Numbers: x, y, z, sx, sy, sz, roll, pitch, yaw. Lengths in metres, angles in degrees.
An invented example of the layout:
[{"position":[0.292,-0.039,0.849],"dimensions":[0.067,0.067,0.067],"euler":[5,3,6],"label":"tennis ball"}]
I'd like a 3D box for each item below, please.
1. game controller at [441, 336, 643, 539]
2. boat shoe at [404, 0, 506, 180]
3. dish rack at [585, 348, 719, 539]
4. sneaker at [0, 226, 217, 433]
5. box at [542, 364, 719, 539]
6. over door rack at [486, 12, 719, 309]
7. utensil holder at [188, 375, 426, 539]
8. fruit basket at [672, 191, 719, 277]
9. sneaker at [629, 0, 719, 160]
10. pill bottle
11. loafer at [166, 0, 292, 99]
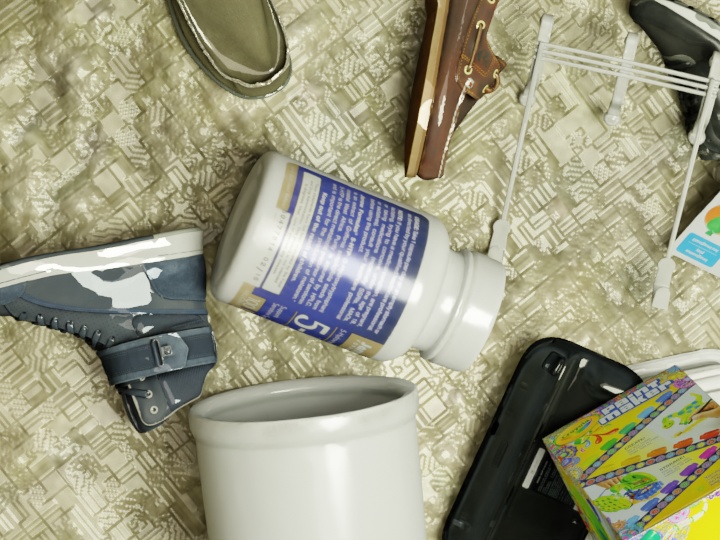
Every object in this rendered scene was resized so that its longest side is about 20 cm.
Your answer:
[{"position":[0.142,0.154,1.643],"dimensions":[0.104,0.042,0.200],"euler":[22,102,-7],"label":"game controller"},{"position":[0.078,-0.164,1.614],"dimensions":[0.070,0.070,0.200],"euler":[10,92,-7],"label":"boat shoe"},{"position":[0.243,0.173,1.683],"dimensions":[0.171,0.044,0.200],"euler":[-12,97,-10],"label":"dish rack"},{"position":[-0.204,0.055,1.571],"dimensions":[0.202,0.077,0.146],"euler":[-9,93,-11],"label":"sneaker"},{"position":[0.251,0.207,1.553],"dimensions":[0.122,0.193,0.200],"euler":[-29,111,-3],"label":"box"},{"position":[0.186,-0.087,1.632],"dimensions":[0.148,0.067,0.200],"euler":[13,104,5],"label":"over door rack"},{"position":[-0.033,0.191,1.568],"dimensions":[0.170,0.170,0.200],"euler":[-6,96,-11],"label":"utensil holder"},{"position":[0.368,-0.039,1.634],"dimensions":[0.185,0.094,0.200],"euler":[24,123,-19],"label":"fruit basket"},{"position":[0.278,-0.134,1.656],"dimensions":[0.200,0.076,0.088],"euler":[36,93,-11],"label":"sneaker"},{"position":[0.000,0.000,1.585],"dimensions":[0.200,0.120,0.120],"euler":[21,89,-11],"label":"pill bottle"},{"position":[-0.113,-0.217,1.574],"dimensions":[0.075,0.070,0.200],"euler":[-32,99,-7],"label":"loafer"}]
